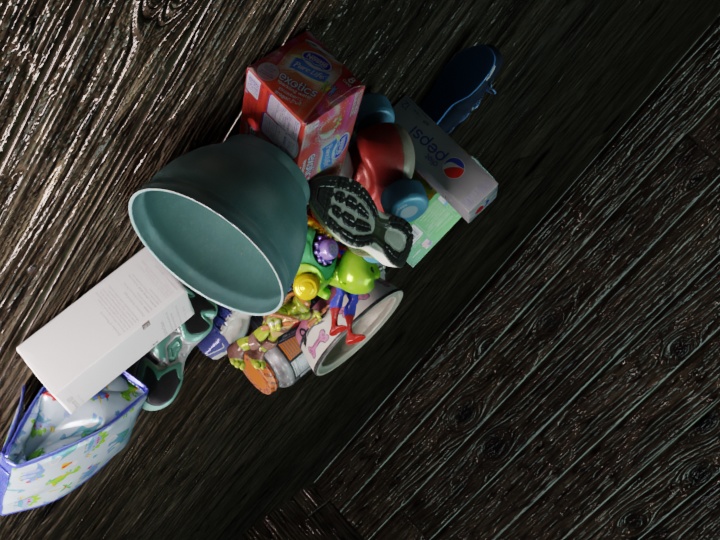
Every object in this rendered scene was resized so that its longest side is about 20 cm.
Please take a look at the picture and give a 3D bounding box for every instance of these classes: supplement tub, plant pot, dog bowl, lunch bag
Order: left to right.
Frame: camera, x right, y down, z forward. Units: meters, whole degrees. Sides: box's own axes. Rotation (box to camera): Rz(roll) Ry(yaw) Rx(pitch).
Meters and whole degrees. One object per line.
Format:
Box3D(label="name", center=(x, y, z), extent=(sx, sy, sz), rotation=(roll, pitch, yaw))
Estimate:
Box3D(label="lunch bag", center=(-0.394, 0.218, 1.312), extent=(0.200, 0.127, 0.170), rotation=(-46, 171, -40))
Box3D(label="plant pot", center=(-0.138, -0.065, 1.124), extent=(0.135, 0.199, 0.201), rotation=(-56, 174, -29))
Box3D(label="supplement tub", center=(-0.125, 0.132, 1.870), extent=(0.200, 0.123, 0.123), rotation=(-38, 165, -25))
Box3D(label="dog bowl", center=(-0.024, 0.080, 1.667), extent=(0.200, 0.074, 0.200), rotation=(-42, 166, -13))

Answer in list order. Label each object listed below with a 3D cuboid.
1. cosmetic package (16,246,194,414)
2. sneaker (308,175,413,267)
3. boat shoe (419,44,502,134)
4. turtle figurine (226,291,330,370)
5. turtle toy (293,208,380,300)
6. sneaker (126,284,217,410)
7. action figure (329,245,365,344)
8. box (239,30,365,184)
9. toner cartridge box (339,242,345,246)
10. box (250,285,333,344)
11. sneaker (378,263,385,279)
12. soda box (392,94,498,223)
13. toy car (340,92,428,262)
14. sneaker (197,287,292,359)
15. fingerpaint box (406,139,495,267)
Box3D(label="cosmetic package", center=(-0.308, 0.074, 1.230), extent=(0.200, 0.081, 0.113), rotation=(-42, 169, -15))
Box3D(label="sneaker", center=(-0.018, -0.056, 1.254), extent=(0.200, 0.088, 0.077), rotation=(35, 65, -49))
Box3D(label="boat shoe", center=(0.157, -0.283, 1.574), extent=(0.068, 0.085, 0.200), rotation=(-5, 157, -40))
Box3D(label="turtle figurine", center=(-0.129, 0.081, 1.503), extent=(0.161, 0.065, 0.200), rotation=(-43, 168, 20))
Box3D(label="turtle toy", center=(-0.067, -0.025, 1.425), extent=(0.101, 0.199, 0.146), rotation=(-53, -171, 10))
Box3D(label="sneaker", center=(-0.284, 0.106, 1.436), extent=(0.140, 0.078, 0.201), rotation=(-18, -138, 58))
Box3D(label="action figure", center=(0.000, 0.000, 1.512), extent=(0.099, 0.201, 0.065), rotation=(-26, 141, 31))
Box3D(label="box", center=(-0.074, -0.165, 1.170), extent=(0.095, 0.100, 0.200), rotation=(-38, 165, -26))
Box3D(label="toner cartridge box", center=(0.006, -0.094, 1.552), extent=(0.200, 0.094, 0.043), rotation=(-42, 144, -56))
Box3D(label="box", center=(-0.081, 0.006, 1.660), extent=(0.200, 0.104, 0.182), rotation=(-25, 155, -55))
Box3D(label="sneaker", center=(0.026, -0.016, 1.919), extent=(0.200, 0.099, 0.078), rotation=(-48, 166, 15))
Box3D(label="soda box", center=(0.116, -0.167, 1.514), extent=(0.063, 0.200, 0.068), rotation=(-43, 168, -4))
Box3D(label="toy car", center=(-0.040, -0.124, 1.354), extent=(0.199, 0.185, 0.177), rotation=(-3, 147, -26))
Box3D(label="sneaker", center=(-0.191, 0.037, 1.509), extent=(0.199, 0.081, 0.115), rotation=(-45, 157, 9))
Box3D(label="fingerpaint box", center=(0.109, -0.127, 1.696), extent=(0.200, 0.073, 0.167), rotation=(-47, -150, 6))
